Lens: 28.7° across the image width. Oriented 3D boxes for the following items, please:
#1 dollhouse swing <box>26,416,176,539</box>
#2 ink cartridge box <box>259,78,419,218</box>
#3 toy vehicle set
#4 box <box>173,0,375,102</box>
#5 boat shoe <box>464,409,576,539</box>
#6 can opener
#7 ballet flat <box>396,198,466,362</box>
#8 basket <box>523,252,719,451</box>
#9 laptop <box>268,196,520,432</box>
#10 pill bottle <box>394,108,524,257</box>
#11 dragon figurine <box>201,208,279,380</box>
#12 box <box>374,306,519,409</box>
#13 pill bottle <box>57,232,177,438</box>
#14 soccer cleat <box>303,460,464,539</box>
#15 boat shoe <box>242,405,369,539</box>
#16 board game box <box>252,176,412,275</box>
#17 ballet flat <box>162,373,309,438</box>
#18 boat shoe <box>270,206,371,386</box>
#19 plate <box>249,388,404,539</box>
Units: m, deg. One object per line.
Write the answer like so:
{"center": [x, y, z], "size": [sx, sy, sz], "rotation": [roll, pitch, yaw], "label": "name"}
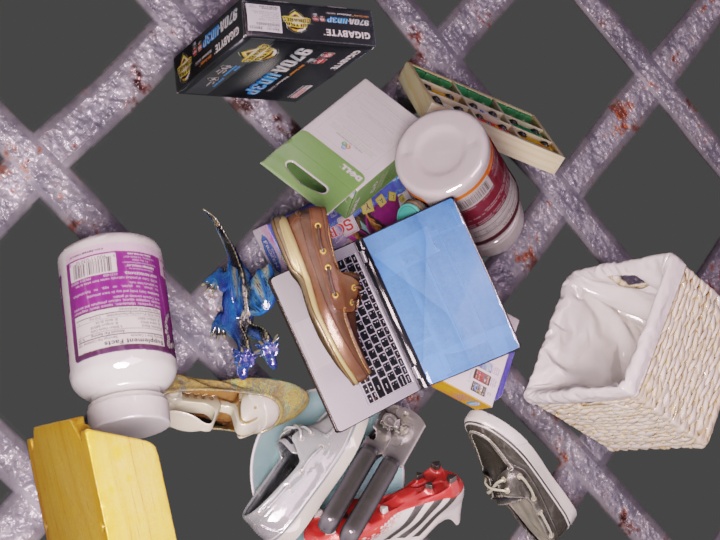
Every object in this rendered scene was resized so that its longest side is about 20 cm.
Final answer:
{"center": [-0.213, 0.225, 1.427], "size": [0.176, 0.200, 0.182], "rotation": [-11, 86, -29], "label": "dollhouse swing"}
{"center": [-0.021, -0.131, 1.648], "size": [0.104, 0.059, 0.200], "rotation": [39, 54, 12], "label": "ink cartridge box"}
{"center": [0.150, -0.191, 1.757], "size": [0.200, 0.124, 0.027], "rotation": [19, 115, -25], "label": "toy vehicle set"}
{"center": [-0.100, -0.243, 1.576], "size": [0.159, 0.200, 0.046], "rotation": [0, 78, -30], "label": "box"}
{"center": [0.188, 0.256, 1.719], "size": [0.200, 0.071, 0.064], "rotation": [50, 61, -14], "label": "boat shoe"}
{"center": [0.011, 0.230, 1.575], "size": [0.053, 0.067, 0.200], "rotation": [29, 49, 6], "label": "can opener"}
{"center": [0.095, 0.009, 1.630], "size": [0.068, 0.068, 0.200], "rotation": [-20, 98, -41], "label": "ballet flat"}
{"center": [0.346, 0.106, 1.764], "size": [0.161, 0.198, 0.200], "rotation": [34, 66, -24], "label": "basket"}
{"center": [0.037, 0.048, 1.555], "size": [0.200, 0.116, 0.187], "rotation": [-24, 89, -34], "label": "laptop"}
{"center": [0.124, -0.098, 1.674], "size": [0.200, 0.114, 0.114], "rotation": [48, 53, -59], "label": "pill bottle"}
{"center": [-0.131, 0.024, 1.568], "size": [0.059, 0.099, 0.200], "rotation": [1, 81, -29], "label": "dragon figurine"}
{"center": [0.106, 0.081, 1.677], "size": [0.200, 0.041, 0.119], "rotation": [28, 68, -21], "label": "box"}
{"center": [-0.250, 0.071, 1.463], "size": [0.112, 0.112, 0.200], "rotation": [1, 66, -29], "label": "pill bottle"}
{"center": [0.031, 0.287, 1.603], "size": [0.200, 0.069, 0.085], "rotation": [-19, 120, -22], "label": "soccer cleat"}
{"center": [-0.061, 0.208, 1.561], "size": [0.072, 0.070, 0.201], "rotation": [41, 67, -20], "label": "boat shoe"}
{"center": [0.000, 0.000, 1.678], "size": [0.200, 0.041, 0.200], "rotation": [-29, 95, -30], "label": "board game box"}
{"center": [-0.151, 0.152, 1.536], "size": [0.200, 0.071, 0.071], "rotation": [8, 77, -16], "label": "ballet flat"}
{"center": [-0.029, 0.024, 1.510], "size": [0.068, 0.072, 0.200], "rotation": [-24, 87, -3], "label": "boat shoe"}
{"center": [-0.040, 0.235, 1.623], "size": [0.200, 0.026, 0.200], "rotation": [5, 79, -28], "label": "plate"}
